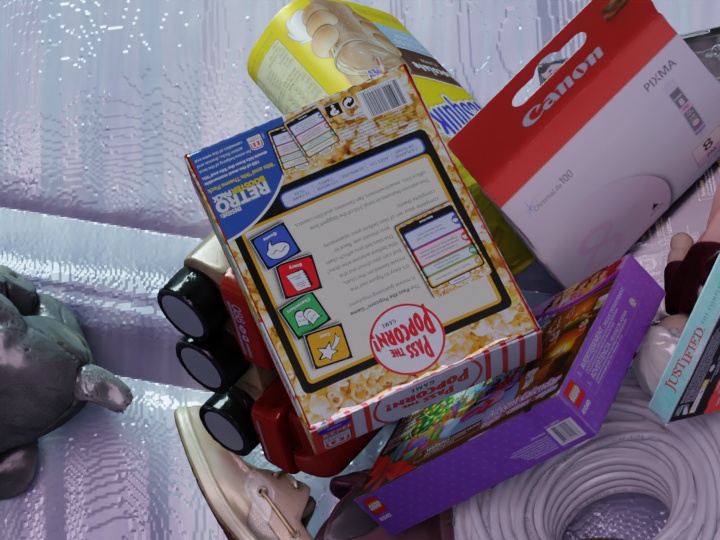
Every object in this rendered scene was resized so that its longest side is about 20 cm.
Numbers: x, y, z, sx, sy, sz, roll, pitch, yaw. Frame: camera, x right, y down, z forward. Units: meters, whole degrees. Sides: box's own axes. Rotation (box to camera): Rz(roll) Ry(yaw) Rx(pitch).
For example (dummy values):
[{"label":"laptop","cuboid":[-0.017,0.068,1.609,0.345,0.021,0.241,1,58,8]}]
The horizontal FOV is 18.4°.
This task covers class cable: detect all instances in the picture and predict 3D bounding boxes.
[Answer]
[{"label":"cable","cuboid":[0.160,0.159,1.406,0.200,0.069,0.200,26,65,39]}]

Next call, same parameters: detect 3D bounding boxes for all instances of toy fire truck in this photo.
[{"label":"toy fire truck","cuboid":[-0.005,0.055,1.434,0.200,0.176,0.129,24,56,33]}]

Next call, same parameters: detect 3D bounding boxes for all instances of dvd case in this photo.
[{"label":"dvd case","cuboid":[0.266,0.019,1.387,0.022,0.200,0.146,37,118,32]}]

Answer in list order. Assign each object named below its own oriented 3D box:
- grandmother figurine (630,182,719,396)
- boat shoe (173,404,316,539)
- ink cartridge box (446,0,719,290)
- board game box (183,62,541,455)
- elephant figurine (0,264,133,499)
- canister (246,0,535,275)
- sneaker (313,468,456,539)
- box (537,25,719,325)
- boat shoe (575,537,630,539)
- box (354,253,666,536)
[{"label":"grandmother figurine","cuboid":[0.232,-0.006,1.419,0.061,0.121,0.200,31,76,-7]},{"label":"boat shoe","cuboid":[-0.061,0.170,1.521,0.065,0.072,0.200,-31,73,-7]},{"label":"ink cartridge box","cuboid":[0.154,-0.082,1.409,0.163,0.200,0.057,-45,64,0]},{"label":"board game box","cuboid":[0.000,-0.009,1.349,0.151,0.046,0.200,-23,67,-6]},{"label":"elephant figurine","cuboid":[-0.283,0.103,1.569,0.141,0.155,0.200,33,99,-25]},{"label":"canister","cuboid":[0.030,-0.091,1.500,0.200,0.148,0.087,49,115,28]},{"label":"sneaker","cuboid":[0.023,0.220,1.464,0.115,0.076,0.200,-5,64,-24]},{"label":"box","cuboid":[0.215,-0.058,1.518,0.160,0.044,0.200,-12,76,10]},{"label":"boat shoe","cuboid":[0.180,0.206,1.452,0.200,0.073,0.075,-6,76,11]},{"label":"box","cuboid":[0.093,0.080,1.410,0.039,0.137,0.200,45,135,-12]}]
